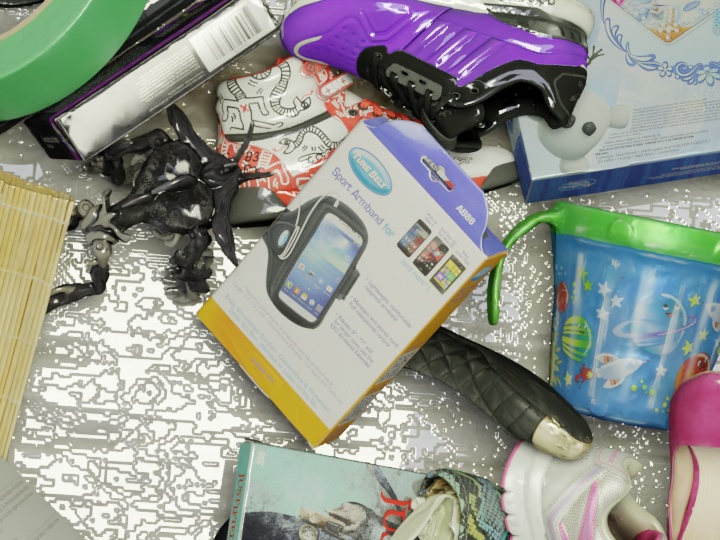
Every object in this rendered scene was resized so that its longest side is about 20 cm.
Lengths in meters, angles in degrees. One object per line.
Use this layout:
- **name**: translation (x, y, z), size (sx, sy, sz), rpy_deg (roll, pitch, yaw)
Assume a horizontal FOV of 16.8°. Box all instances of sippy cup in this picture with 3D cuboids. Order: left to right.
- **sippy cup**: translation (0.178, 0.031, 1.562), size (0.177, 0.139, 0.131), rpy_deg (13, 93, 30)

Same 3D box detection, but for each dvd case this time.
- **dvd case**: translation (0.005, 0.194, 1.535), size (0.199, 0.022, 0.147), rpy_deg (14, 80, -28)

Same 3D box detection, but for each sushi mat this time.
- **sushi mat**: translation (-0.242, 0.030, 1.509), size (0.095, 0.012, 0.201), rpy_deg (21, 111, 9)

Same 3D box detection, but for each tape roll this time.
- **tape roll**: translation (-0.220, -0.193, 1.519), size (0.199, 0.048, 0.202), rpy_deg (-11, 64, 23)

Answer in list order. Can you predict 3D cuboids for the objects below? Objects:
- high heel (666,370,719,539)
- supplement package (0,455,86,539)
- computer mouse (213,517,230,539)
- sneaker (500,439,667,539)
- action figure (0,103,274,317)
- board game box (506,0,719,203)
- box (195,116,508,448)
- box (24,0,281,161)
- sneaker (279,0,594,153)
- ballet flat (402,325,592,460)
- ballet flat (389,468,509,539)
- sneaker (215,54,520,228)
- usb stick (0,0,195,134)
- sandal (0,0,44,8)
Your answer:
- **high heel**: translation (0.215, 0.144, 1.509), size (0.067, 0.200, 0.096), rpy_deg (10, 57, 6)
- **supplement package**: translation (-0.274, 0.161, 1.479), size (0.200, 0.117, 0.117), rpy_deg (45, 103, 0)
- **computer mouse**: translation (-0.055, 0.245, 1.542), size (0.138, 0.053, 0.201), rpy_deg (4, 83, -6)
- **sneaker**: translation (0.153, 0.198, 1.527), size (0.088, 0.081, 0.201), rpy_deg (-7, 111, 24)
- **action figure**: translation (-0.144, -0.033, 1.542), size (0.199, 0.102, 0.119), rpy_deg (-24, 84, 7)
- **board game box**: translation (0.184, -0.154, 1.595), size (0.199, 0.043, 0.200), rpy_deg (-8, 68, -7)
- **box**: translation (0.000, 0.000, 1.515), size (0.119, 0.041, 0.200), rpy_deg (48, 112, 13)
- **box**: translation (-0.132, -0.119, 1.501), size (0.143, 0.200, 0.036), rpy_deg (-35, 101, -9)
- **sneaker**: translation (0.045, -0.125, 1.521), size (0.199, 0.070, 0.100), rpy_deg (3, 71, 6)
- **ballet flat**: translation (0.066, 0.073, 1.540), size (0.200, 0.066, 0.057), rpy_deg (30, 96, 35)
- **ballet flat**: translation (0.030, 0.212, 1.497), size (0.074, 0.074, 0.201), rpy_deg (24, 64, -4)
- **sneaker**: translation (0.004, -0.093, 1.580), size (0.200, 0.067, 0.109), rpy_deg (-7, 87, -5)
- **usb stick**: translation (-0.188, -0.151, 1.580), size (0.200, 0.033, 0.056), rpy_deg (-36, 77, -9)
- **sandal**: translation (-0.173, -0.247, 1.586), size (0.200, 0.048, 0.075), rpy_deg (-38, 90, -10)
